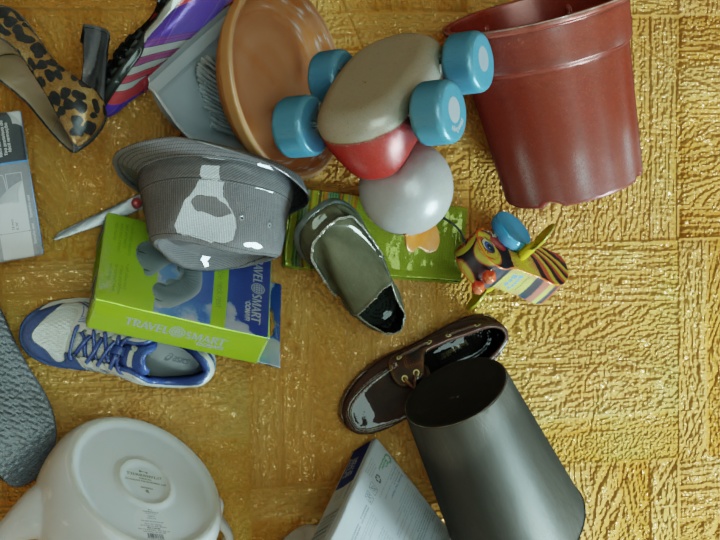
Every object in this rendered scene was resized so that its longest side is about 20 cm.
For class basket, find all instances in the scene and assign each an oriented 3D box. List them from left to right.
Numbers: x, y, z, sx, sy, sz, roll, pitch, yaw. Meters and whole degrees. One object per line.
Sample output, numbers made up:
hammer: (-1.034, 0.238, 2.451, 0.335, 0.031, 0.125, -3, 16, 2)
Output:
basket: (0.134, 0.201, 1.564, 0.200, 0.136, 0.180, 65, 35, -26)

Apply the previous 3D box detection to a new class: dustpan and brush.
dustpan and brush: (-0.122, -0.147, 1.538, 0.140, 0.057, 0.200, -48, 138, -28)

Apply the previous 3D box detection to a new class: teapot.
teapot: (-0.240, 0.253, 1.499, 0.200, 0.197, 0.146, 39, 121, 5)

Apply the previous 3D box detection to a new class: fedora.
fedora: (-0.145, -0.053, 1.467, 0.200, 0.177, 0.091, 20, 67, -48)

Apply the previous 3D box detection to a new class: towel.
towel: (0.017, -0.036, 1.614, 0.199, 0.018, 0.086, 6, 93, -16)

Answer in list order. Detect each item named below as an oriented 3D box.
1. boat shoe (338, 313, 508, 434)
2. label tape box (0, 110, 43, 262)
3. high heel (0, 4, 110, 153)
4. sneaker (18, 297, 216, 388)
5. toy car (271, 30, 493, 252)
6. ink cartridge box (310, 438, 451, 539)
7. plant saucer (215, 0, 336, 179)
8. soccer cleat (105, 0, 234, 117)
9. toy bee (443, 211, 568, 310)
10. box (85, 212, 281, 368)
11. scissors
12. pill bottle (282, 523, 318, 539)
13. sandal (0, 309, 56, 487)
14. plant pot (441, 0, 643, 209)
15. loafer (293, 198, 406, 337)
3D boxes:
boat shoe: (0.067, 0.109, 1.611, 0.200, 0.070, 0.070, -35, 102, -9)
label tape box: (-0.419, -0.069, 1.469, 0.199, 0.063, 0.145, -10, 95, -15)
high heel: (-0.340, -0.179, 1.445, 0.199, 0.071, 0.143, 3, 58, -6)
sneaker: (-0.239, 0.073, 1.515, 0.199, 0.088, 0.076, 9, 93, -14)
toy car: (0.044, -0.114, 1.505, 0.177, 0.184, 0.200, -60, 138, -46)
ink cartridge box: (0.040, 0.302, 1.559, 0.041, 0.200, 0.200, -34, 101, 27)
plant saucer: (-0.084, -0.188, 1.516, 0.200, 0.037, 0.201, 15, 71, -55)
soccer cleat: (-0.193, -0.224, 1.522, 0.073, 0.068, 0.200, 39, 82, -22)
toy bee: (0.137, -0.004, 1.591, 0.199, 0.109, 0.131, 10, 131, -14)
box: (-0.168, 0.021, 1.519, 0.199, 0.048, 0.122, 14, 45, -15)
scissors: (-0.215, -0.069, 1.550, 0.200, 0.014, 0.073, -40, 105, -11)
pill bottle: (-0.007, 0.362, 1.585, 0.200, 0.109, 0.109, 39, 83, -15)
sandal: (-0.358, 0.116, 1.515, 0.076, 0.043, 0.201, -17, 88, -21)
plant pot: (0.203, -0.178, 1.575, 0.200, 0.201, 0.196, -18, 106, -13)
loafer: (0.000, 0.000, 1.534, 0.075, 0.070, 0.200, -43, 140, -3)
